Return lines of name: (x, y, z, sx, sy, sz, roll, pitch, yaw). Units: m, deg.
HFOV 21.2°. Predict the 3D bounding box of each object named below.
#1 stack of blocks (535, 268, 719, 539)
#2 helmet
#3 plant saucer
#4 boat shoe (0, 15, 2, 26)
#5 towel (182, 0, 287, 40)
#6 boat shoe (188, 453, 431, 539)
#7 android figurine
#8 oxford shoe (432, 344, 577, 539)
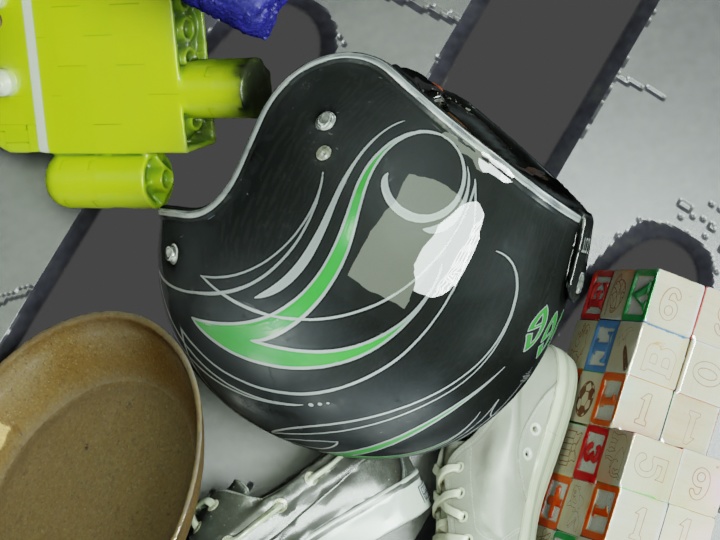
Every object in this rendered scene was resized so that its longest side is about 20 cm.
stack of blocks: (0.140, 0.102, 1.007, 0.058, 0.115, 0.201, 20, 84, -16)
helmet: (0.000, 0.000, 0.968, 0.200, 0.200, 0.191, 38, 100, -3)
plant saucer: (-0.147, 0.118, 0.968, 0.035, 0.200, 0.201, 38, 82, -43)
boat shoe: (-0.268, -0.141, 0.982, 0.199, 0.072, 0.072, 26, 95, 24)
towel: (-0.094, -0.215, 0.923, 0.199, 0.050, 0.148, 30, 82, 8)
boat shoe: (-0.061, 0.143, 1.014, 0.199, 0.071, 0.064, -28, 90, -15)
android figurine: (-0.141, -0.122, 0.988, 0.199, 0.041, 0.183, 3, 105, 25)
oxford shoe: (0.062, 0.129, 1.016, 0.057, 0.075, 0.201, 21, 73, -16)
